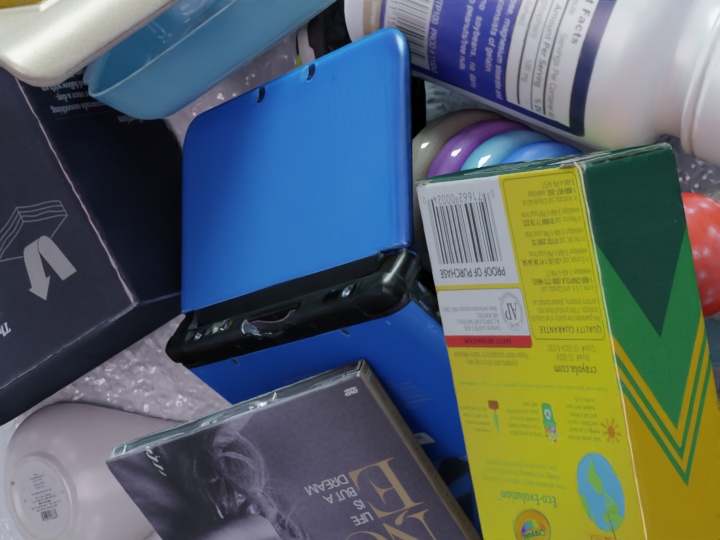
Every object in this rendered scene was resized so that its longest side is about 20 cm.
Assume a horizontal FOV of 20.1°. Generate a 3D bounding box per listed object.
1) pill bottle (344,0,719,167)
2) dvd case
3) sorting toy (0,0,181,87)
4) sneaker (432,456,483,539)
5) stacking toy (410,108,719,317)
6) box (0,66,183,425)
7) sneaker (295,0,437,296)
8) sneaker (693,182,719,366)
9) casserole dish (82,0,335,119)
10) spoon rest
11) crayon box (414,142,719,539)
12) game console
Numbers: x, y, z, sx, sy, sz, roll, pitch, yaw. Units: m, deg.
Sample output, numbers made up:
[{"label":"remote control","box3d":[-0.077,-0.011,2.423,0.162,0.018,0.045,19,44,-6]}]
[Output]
[{"label":"pill bottle","box3d":[0.105,-0.121,0.942,0.199,0.120,0.120,24,109,18]},{"label":"dvd case","box3d":[-0.013,0.144,0.992,0.148,0.016,0.200,-20,117,26]},{"label":"sorting toy","box3d":[-0.147,-0.174,1.001,0.200,0.185,0.037,28,147,43]},{"label":"sneaker","box3d":[0.045,0.125,1.048,0.078,0.066,0.201,3,101,29]},{"label":"stacking toy","box3d":[0.100,-0.022,0.921,0.200,0.085,0.086,17,109,56]},{"label":"box","box3d":[-0.206,-0.031,1.114,0.196,0.117,0.201,-31,84,27]},{"label":"sneaker","box3d":[-0.009,-0.046,1.039,0.083,0.072,0.201,-19,82,45]},{"label":"sneaker","box3d":[0.179,0.006,0.931,0.200,0.082,0.074,0,63,56]},{"label":"casserole dish","box3d":[-0.058,-0.143,1.030,0.200,0.121,0.039,-33,116,27]},{"label":"spoon rest","box3d":[-0.130,0.116,1.146,0.200,0.061,0.100,-15,91,41]},{"label":"crayon box","box3d":[0.091,0.053,0.843,0.127,0.051,0.201,-2,100,61]},{"label":"game console","box3d":[0.000,0.000,0.988,0.171,0.119,0.200,40,151,-22]}]
